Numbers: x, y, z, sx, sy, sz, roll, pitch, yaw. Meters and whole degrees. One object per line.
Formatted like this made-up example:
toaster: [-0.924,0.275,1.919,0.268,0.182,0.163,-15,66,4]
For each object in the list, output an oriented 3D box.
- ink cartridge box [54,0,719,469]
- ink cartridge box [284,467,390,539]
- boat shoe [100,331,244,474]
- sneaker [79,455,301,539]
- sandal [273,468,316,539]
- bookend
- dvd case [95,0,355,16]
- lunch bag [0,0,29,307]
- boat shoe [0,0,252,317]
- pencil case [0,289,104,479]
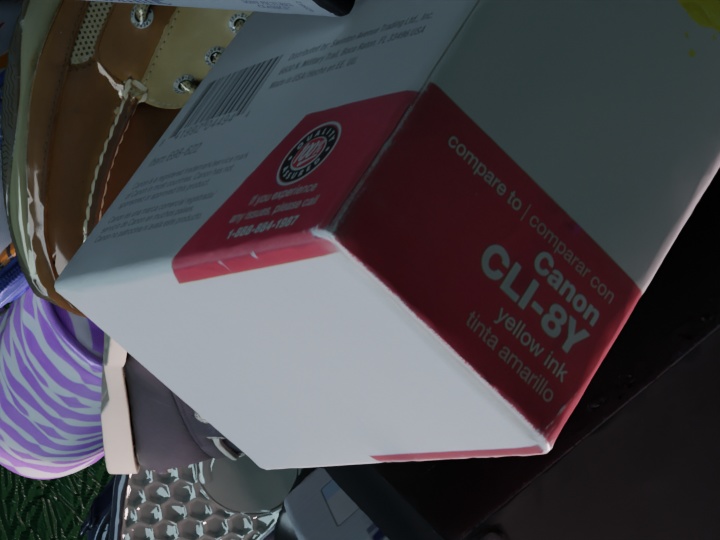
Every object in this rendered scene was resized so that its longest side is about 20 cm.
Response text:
ink cartridge box: [0.032,-0.053,0.736,0.083,0.200,0.145,42,156,-20]
ink cartridge box: [0.068,0.077,0.863,0.047,0.160,0.200,48,-175,-26]
boat shoe: [-0.059,0.014,0.996,0.062,0.073,0.200,2,152,-4]
sneaker: [-0.063,0.081,1.182,0.077,0.146,0.203,23,114,-5]
sandal: [-0.003,0.093,1.089,0.048,0.075,0.201,31,166,19]
bookend: [0.078,0.004,0.826,0.092,0.199,0.200,56,171,-33]
dvd case: [-0.051,-0.142,0.780,0.018,0.143,0.200,26,169,-41]
lunch bag: [-0.157,-0.030,1.072,0.076,0.160,0.200,49,152,-16]
boat shoe: [-0.050,-0.081,0.838,0.074,0.201,0.076,16,-172,28]
pencil case: [-0.119,0.029,1.220,0.086,0.084,0.200,61,155,6]
